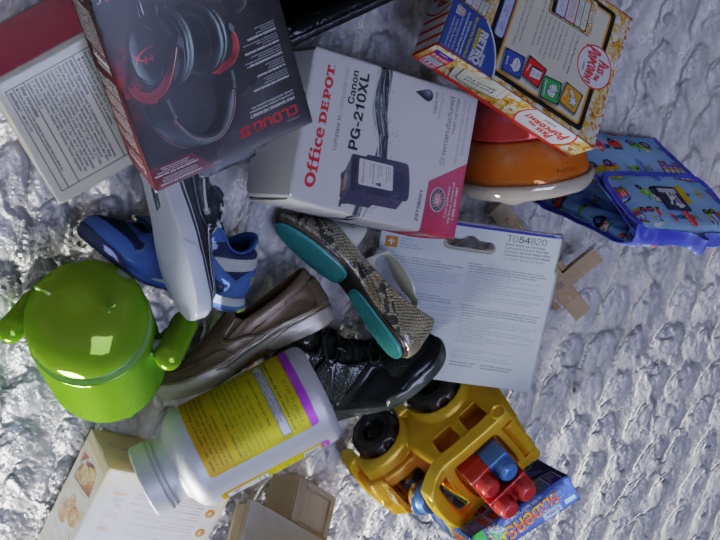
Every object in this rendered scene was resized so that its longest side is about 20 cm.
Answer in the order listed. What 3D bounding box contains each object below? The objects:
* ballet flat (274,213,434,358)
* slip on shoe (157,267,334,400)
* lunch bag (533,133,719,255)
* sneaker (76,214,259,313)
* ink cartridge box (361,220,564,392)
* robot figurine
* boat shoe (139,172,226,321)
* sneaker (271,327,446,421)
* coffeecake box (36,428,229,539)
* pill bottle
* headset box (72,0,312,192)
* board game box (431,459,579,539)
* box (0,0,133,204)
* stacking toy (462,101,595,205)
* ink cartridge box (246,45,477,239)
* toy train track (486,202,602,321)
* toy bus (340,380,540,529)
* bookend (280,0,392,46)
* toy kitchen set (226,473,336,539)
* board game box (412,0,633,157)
[{"bbox_3d":[0.000,0.000,1.368,0.200,0.068,0.075,46,67,-5],"label":"ballet flat"},{"bbox_3d":[-0.125,0.065,1.360,0.198,0.076,0.061,-26,103,2],"label":"slip on shoe"},{"bbox_3d":[0.305,-0.068,1.438,0.149,0.200,0.095,2,118,-30],"label":"lunch bag"},{"bbox_3d":[-0.180,-0.025,1.278,0.199,0.074,0.083,21,102,-42],"label":"sneaker"},{"bbox_3d":[0.105,0.028,1.436,0.197,0.041,0.202,8,119,-2],"label":"ink cartridge box"},{"bbox_3d":[-0.244,0.067,1.235,0.173,0.117,0.201,10,153,6],"label":"robot figurine"},{"bbox_3d":[-0.155,-0.056,1.217,0.067,0.202,0.072,-9,165,-29],"label":"boat shoe"},{"bbox_3d":[-0.013,0.095,1.410,0.198,0.077,0.115,-17,125,18],"label":"sneaker"},{"bbox_3d":[-0.252,0.283,1.421,0.152,0.073,0.201,17,109,-36],"label":"coffeecake box"},{"bbox_3d":[-0.126,0.164,1.324,0.199,0.104,0.105,-27,128,-8],"label":"pill bottle"},{"bbox_3d":[-0.133,-0.170,1.067,0.148,0.075,0.202,-25,125,-15],"label":"headset box"},{"bbox_3d":[0.161,0.270,1.572,0.135,0.200,0.035,-31,99,-9],"label":"board game box"},{"bbox_3d":[-0.212,-0.174,1.140,0.199,0.109,0.129,-31,127,-10],"label":"box"},{"bbox_3d":[0.163,-0.177,1.362,0.145,0.146,0.202,-11,106,-23],"label":"stacking toy"},{"bbox_3d":[0.003,-0.120,1.282,0.198,0.084,0.147,11,87,-34],"label":"ink cartridge box"},{"bbox_3d":[0.202,-0.016,1.526,0.114,0.033,0.200,-39,124,6],"label":"toy train track"},{"bbox_3d":[0.104,0.221,1.510,0.200,0.192,0.136,-40,131,0],"label":"toy bus"},{"bbox_3d":[-0.028,-0.329,1.160,0.199,0.092,0.200,-26,128,-14],"label":"bookend"},{"bbox_3d":[-0.156,0.321,1.492,0.163,0.179,0.202,42,54,-49],"label":"toy kitchen set"},{"bbox_3d":[0.160,-0.225,1.285,0.199,0.046,0.153,29,70,-24],"label":"board game box"}]
